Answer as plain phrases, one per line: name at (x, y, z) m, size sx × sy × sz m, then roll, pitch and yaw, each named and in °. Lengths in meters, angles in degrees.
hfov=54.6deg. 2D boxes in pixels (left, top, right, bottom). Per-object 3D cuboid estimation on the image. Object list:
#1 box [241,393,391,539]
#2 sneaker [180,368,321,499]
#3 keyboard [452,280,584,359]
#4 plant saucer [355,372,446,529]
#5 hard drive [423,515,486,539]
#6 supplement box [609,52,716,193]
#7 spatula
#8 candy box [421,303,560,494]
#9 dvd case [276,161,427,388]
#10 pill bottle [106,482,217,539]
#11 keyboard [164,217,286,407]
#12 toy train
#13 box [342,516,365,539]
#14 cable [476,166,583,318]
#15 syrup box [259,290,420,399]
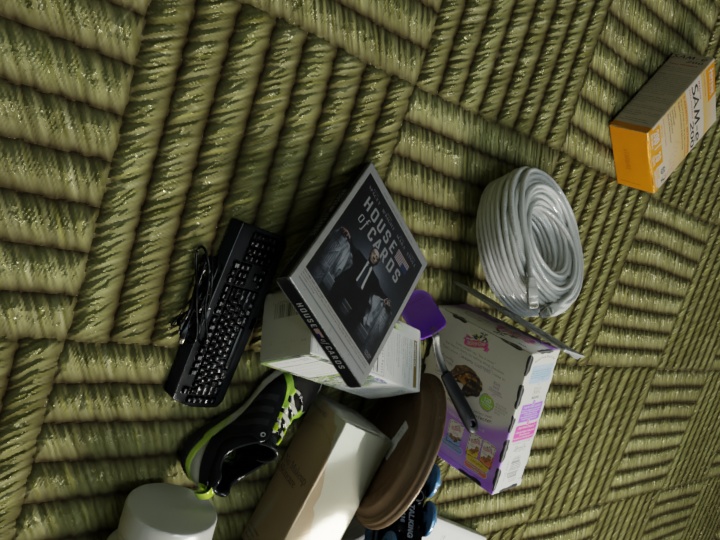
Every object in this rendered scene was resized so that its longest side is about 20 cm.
box at (-0.054, 0.266, 0.847) m, size 0.077 × 0.095 × 0.202 m, roll 29°, pitch 87°, yaw -30°
sneaker at (-0.105, 0.182, 0.776) m, size 0.199 × 0.082 × 0.073 m, roll -38°, pitch 130°, yaw -26°
keyboard at (0.204, 0.062, 0.922) m, size 0.056 × 0.199 × 0.011 m, roll 28°, pitch 94°, yaw -46°
plant saucer at (0.039, 0.216, 0.865) m, size 0.029 × 0.200 × 0.202 m, roll 29°, pitch 88°, yaw -16°
hard drive at (0.129, 0.484, 1.168) m, size 0.199 × 0.026 × 0.133 m, roll 38°, pitch 82°, yaw -45°
supplement box at (0.500, -0.244, 1.144) m, size 0.200 × 0.073 × 0.127 m, roll -45°, pitch 133°, yaw -18°
spatula at (0.108, 0.119, 0.912) m, size 0.056 × 0.020 × 0.203 m, roll -25°, pitch 91°, yaw -30°
candy box at (0.163, 0.169, 0.956) m, size 0.071 × 0.167 × 0.204 m, roll -1°, pitch 110°, yaw -42°
dvd case at (0.000, 0.000, 0.754) m, size 0.151 × 0.024 × 0.201 m, roll 58°, pitch 44°, yaw -27°
pill bottle at (-0.221, 0.334, 0.718) m, size 0.113 × 0.113 × 0.203 m, roll 10°, pitch 102°, yaw -44°
keyboard at (-0.141, 0.051, 0.717) m, size 0.103 × 0.039 × 0.203 m, roll 18°, pitch 95°, yaw -46°
toy train at (0.050, 0.337, 0.936) m, size 0.085 × 0.202 × 0.115 m, roll 20°, pitch 139°, yaw -15°
box at (-0.070, 0.449, 0.961) m, size 0.198 × 0.041 × 0.159 m, roll -15°, pitch 119°, yaw -36°
cable at (0.233, -0.037, 0.942) m, size 0.198 × 0.069 × 0.204 m, roll -6°, pitch 81°, yaw -49°
syrup box at (-0.016, 0.086, 0.800) m, size 0.199 × 0.078 × 0.083 m, roll 26°, pitch 59°, yaw -46°
